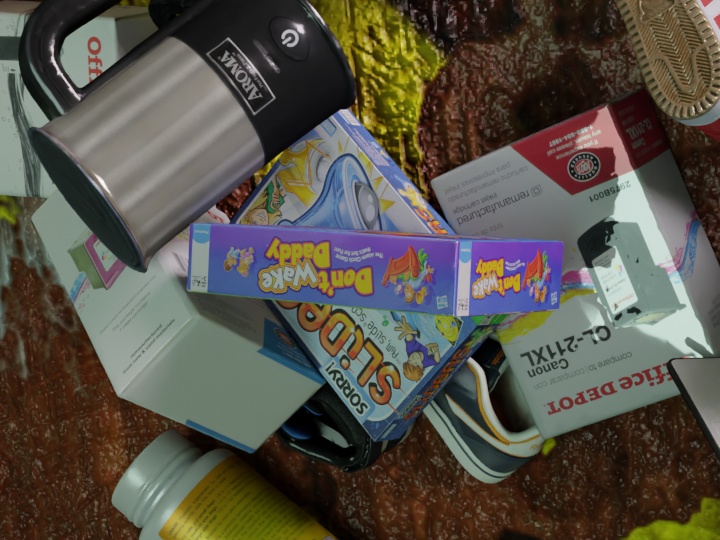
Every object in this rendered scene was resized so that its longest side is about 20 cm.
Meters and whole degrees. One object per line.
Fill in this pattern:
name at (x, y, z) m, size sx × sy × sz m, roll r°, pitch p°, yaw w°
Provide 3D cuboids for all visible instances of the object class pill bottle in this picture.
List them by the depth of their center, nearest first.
pill bottle at (-0.097, 0.216, 1.341) m, size 0.200 × 0.109 × 0.109 m, roll 38°, pitch 116°, yaw 12°

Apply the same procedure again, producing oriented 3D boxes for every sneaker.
sneaker at (0.219, -0.171, 1.124) m, size 0.071 × 0.112 × 0.201 m, roll -24°, pitch 62°, yaw 30°
sneaker at (0.062, 0.058, 1.241) m, size 0.200 × 0.078 × 0.079 m, roll 46°, pitch 132°, yaw -2°
sneaker at (-0.051, 0.065, 1.279) m, size 0.200 × 0.112 × 0.073 m, roll 42°, pitch 116°, yaw 10°

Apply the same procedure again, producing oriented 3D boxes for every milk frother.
milk frother at (-0.131, -0.110, 1.166) m, size 0.188 × 0.200 × 0.181 m, roll -39°, pitch 78°, yaw -16°

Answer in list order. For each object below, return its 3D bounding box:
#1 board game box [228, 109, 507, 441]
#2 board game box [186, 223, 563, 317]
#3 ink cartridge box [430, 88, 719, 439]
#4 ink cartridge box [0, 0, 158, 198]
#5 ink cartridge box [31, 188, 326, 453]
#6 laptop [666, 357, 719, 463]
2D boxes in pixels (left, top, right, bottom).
board game box at (0.000, 0.000, 1.195) m, size 0.200 × 0.034 × 0.135 m, roll 50°, pitch 116°, yaw 24°
board game box at (0.009, -0.002, 1.086) m, size 0.200 × 0.134 × 0.045 m, roll 5°, pitch 93°, yaw 34°
ink cartridge box at (0.160, -0.003, 1.177) m, size 0.145 × 0.083 × 0.200 m, roll -23°, pitch 93°, yaw 28°
ink cartridge box at (-0.249, -0.134, 1.336) m, size 0.199 × 0.084 × 0.145 m, roll 5°, pitch 105°, yaw 23°
ink cartridge box at (-0.132, 0.018, 1.225) m, size 0.085 × 0.144 × 0.200 m, roll -44°, pitch 48°, yaw 14°
laptop at (0.325, 0.081, 1.038) m, size 0.187 × 0.199 × 0.116 m, roll -113°, pitch 31°, yaw -45°
